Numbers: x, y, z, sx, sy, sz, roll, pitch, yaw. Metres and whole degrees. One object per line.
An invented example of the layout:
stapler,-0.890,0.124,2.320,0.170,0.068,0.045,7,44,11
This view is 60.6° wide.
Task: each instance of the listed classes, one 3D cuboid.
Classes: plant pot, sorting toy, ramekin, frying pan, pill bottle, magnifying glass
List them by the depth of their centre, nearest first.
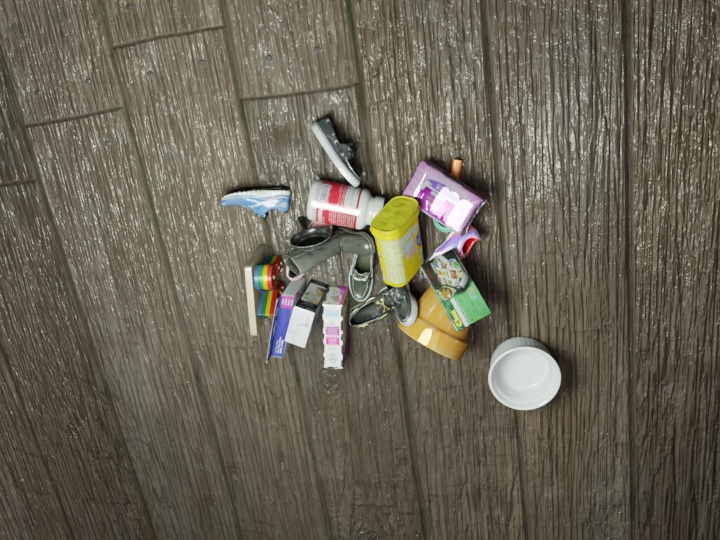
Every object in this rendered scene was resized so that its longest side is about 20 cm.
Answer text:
frying pan,-0.154,-0.094,1.663,0.115,0.190,0.031,-30,122,-29
magnifying glass,0.245,-0.201,1.667,0.079,0.022,0.201,10,110,5
pill bottle,-0.037,-0.174,1.668,0.199,0.112,0.113,12,111,4
plant pot,0.232,0.118,1.706,0.199,0.200,0.184,28,96,-3
sorting toy,-0.263,0.051,1.736,0.069,0.199,0.201,0,110,3
ramekin,0.467,0.289,1.773,0.199,0.098,0.202,3,111,7

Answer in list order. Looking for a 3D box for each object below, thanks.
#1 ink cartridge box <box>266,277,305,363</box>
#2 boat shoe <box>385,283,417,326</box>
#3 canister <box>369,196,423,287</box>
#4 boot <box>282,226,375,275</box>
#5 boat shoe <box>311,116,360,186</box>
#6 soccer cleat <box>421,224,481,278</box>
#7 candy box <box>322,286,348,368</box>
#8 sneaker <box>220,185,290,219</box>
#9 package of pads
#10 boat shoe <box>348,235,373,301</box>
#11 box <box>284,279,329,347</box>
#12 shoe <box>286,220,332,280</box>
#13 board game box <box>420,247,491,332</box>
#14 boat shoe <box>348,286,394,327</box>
ink cartridge box,-0.210,0.140,1.760,0.043,0.200,0.197,13,112,3
boat shoe,0.102,0.063,1.688,0.066,0.201,0.070,24,131,-32
canister,0.103,-0.073,1.637,0.086,0.149,0.201,19,141,31
boot,-0.085,-0.047,1.640,0.199,0.181,0.073,-23,115,-31
boat shoe,-0.049,-0.318,1.625,0.066,0.070,0.201,-35,83,12
soccer cleat,0.246,-0.042,1.689,0.200,0.068,0.073,-51,54,18
candy box,-0.070,0.163,1.783,0.061,0.136,0.201,1,111,6
sneaker,-0.294,-0.185,1.719,0.199,0.079,0.090,0,108,8
package of pads,0.220,-0.190,1.620,0.200,0.076,0.121,35,112,14
boat shoe,0.000,0.000,1.747,0.072,0.071,0.201,5,110,6
box,-0.149,0.118,1.744,0.060,0.200,0.117,19,113,2
shoe,-0.144,-0.062,1.735,0.071,0.091,0.201,31,111,-4
board game box,0.250,0.050,1.623,0.104,0.023,0.201,-26,76,-5
boat shoe,0.053,0.106,1.784,0.201,0.061,0.072,-30,103,17
